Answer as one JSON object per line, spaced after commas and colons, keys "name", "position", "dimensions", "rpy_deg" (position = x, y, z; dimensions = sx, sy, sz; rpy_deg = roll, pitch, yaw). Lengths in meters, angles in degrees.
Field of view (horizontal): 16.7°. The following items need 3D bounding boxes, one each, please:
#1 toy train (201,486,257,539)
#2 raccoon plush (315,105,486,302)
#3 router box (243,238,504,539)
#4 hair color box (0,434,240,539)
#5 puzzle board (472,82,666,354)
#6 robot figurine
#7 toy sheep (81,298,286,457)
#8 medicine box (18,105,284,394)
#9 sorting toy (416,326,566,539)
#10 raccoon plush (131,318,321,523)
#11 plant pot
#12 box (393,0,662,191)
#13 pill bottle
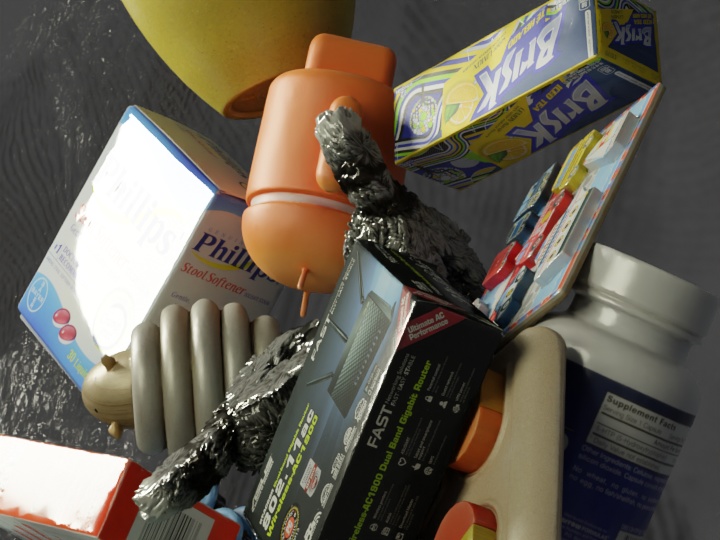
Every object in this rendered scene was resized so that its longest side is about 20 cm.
{"name": "toy train", "position": [-0.109, 0.231, 1.769], "dimensions": [0.114, 0.087, 0.200], "rpy_deg": [-46, 40, 3]}
{"name": "raccoon plush", "position": [0.000, 0.000, 1.717], "dimensions": [0.134, 0.097, 0.201], "rpy_deg": [-35, 76, 31]}
{"name": "router box", "position": [0.004, 0.095, 1.505], "dimensions": [0.201, 0.062, 0.150], "rpy_deg": [-67, 18, 7]}
{"name": "hair color box", "position": [-0.190, 0.173, 1.747], "dimensions": [0.199, 0.111, 0.064], "rpy_deg": [3, 64, 51]}
{"name": "puzzle board", "position": [0.121, -0.024, 1.588], "dimensions": [0.151, 0.017, 0.201], "rpy_deg": [-44, 14, 50]}
{"name": "robot figurine", "position": [-0.024, -0.070, 1.813], "dimensions": [0.143, 0.116, 0.202], "rpy_deg": [-6, 66, 47]}
{"name": "toy sheep", "position": [-0.105, 0.083, 1.799], "dimensions": [0.138, 0.198, 0.139], "rpy_deg": [173, 90, -88]}
{"name": "medicine box", "position": [-0.159, 0.001, 1.952], "dimensions": [0.201, 0.103, 0.182], "rpy_deg": [-61, 37, 10]}
{"name": "sorting toy", "position": [0.050, 0.148, 1.466], "dimensions": [0.200, 0.036, 0.186], "rpy_deg": [-41, 34, 45]}
{"name": "raccoon plush", "position": [-0.039, 0.128, 1.639], "dimensions": [0.200, 0.134, 0.097], "rpy_deg": [-39, 17, 6]}
{"name": "plant pot", "position": [-0.082, -0.203, 1.917], "dimensions": [0.199, 0.199, 0.143], "rpy_deg": [-30, 74, 39]}
{"name": "box", "position": [0.113, -0.126, 1.706], "dimensions": [0.199, 0.070, 0.065], "rpy_deg": [-27, 54, 41]}
{"name": "pill bottle", "position": [0.142, 0.092, 1.517], "dimensions": [0.119, 0.119, 0.201], "rpy_deg": [24, 91, 53]}
